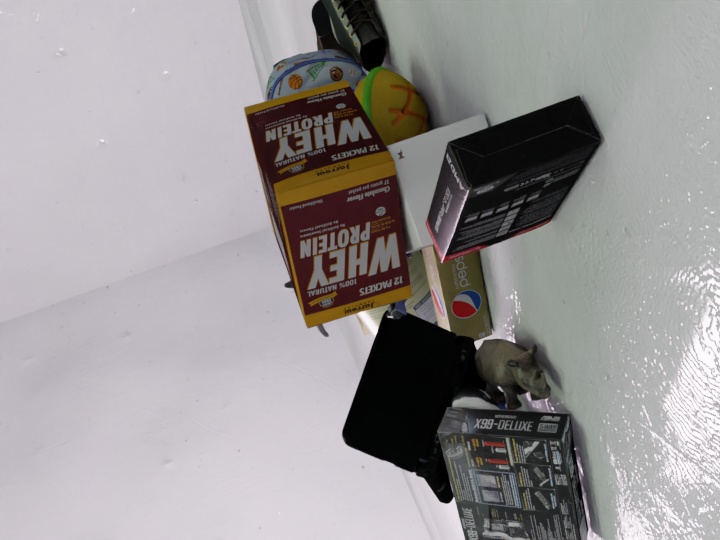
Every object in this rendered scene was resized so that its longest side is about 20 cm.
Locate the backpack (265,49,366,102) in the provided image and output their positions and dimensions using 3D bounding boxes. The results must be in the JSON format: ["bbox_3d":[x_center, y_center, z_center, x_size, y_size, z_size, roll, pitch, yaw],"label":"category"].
[{"bbox_3d":[-0.057,-0.225,1.417,0.154,0.198,0.192,-130,25,-68],"label":"backpack"}]

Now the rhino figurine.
[{"bbox_3d":[0.193,0.127,1.203,0.200,0.059,0.088,162,85,-81],"label":"rhino figurine"}]

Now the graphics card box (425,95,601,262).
[{"bbox_3d":[0.131,-0.076,0.871,0.200,0.125,0.051,94,155,-74],"label":"graphics card box"}]

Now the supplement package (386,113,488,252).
[{"bbox_3d":[0.089,-0.095,1.141,0.200,0.120,0.121,157,94,-83],"label":"supplement package"}]

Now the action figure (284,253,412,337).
[{"bbox_3d":[0.000,0.000,1.289,0.105,0.193,0.200,42,-164,-24],"label":"action figure"}]

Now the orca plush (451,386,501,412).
[{"bbox_3d":[0.195,0.216,1.239,0.200,0.071,0.105,39,130,-5],"label":"orca plush"}]

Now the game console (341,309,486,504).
[{"bbox_3d":[0.079,0.181,1.275,0.201,0.116,0.176,-69,-28,-25],"label":"game console"}]

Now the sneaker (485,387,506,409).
[{"bbox_3d":[0.179,0.224,1.369,0.112,0.076,0.200,67,-166,9],"label":"sneaker"}]

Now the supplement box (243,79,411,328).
[{"bbox_3d":[-0.039,-0.081,1.130,0.201,0.132,0.198,-115,12,-50],"label":"supplement box"}]

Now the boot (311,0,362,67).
[{"bbox_3d":[-0.036,-0.360,1.624,0.097,0.074,0.202,-91,-9,-76],"label":"boot"}]

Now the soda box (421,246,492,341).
[{"bbox_3d":[0.130,0.005,1.326,0.068,0.064,0.201,-121,13,-57],"label":"soda box"}]

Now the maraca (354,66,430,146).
[{"bbox_3d":[0.044,-0.174,1.287,0.137,0.106,0.202,-43,-57,-54],"label":"maraca"}]

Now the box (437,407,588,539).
[{"bbox_3d":[0.193,0.266,1.195,0.050,0.156,0.201,-56,-42,-50],"label":"box"}]

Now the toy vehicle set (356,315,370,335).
[{"bbox_3d":[-0.016,0.068,2.686,0.125,0.026,0.201,81,167,-54],"label":"toy vehicle set"}]

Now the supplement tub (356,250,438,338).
[{"bbox_3d":[0.045,0.016,1.476,0.200,0.145,0.145,54,179,-22],"label":"supplement tub"}]

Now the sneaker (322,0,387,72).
[{"bbox_3d":[-0.011,-0.384,1.357,0.106,0.074,0.201,57,175,42],"label":"sneaker"}]
